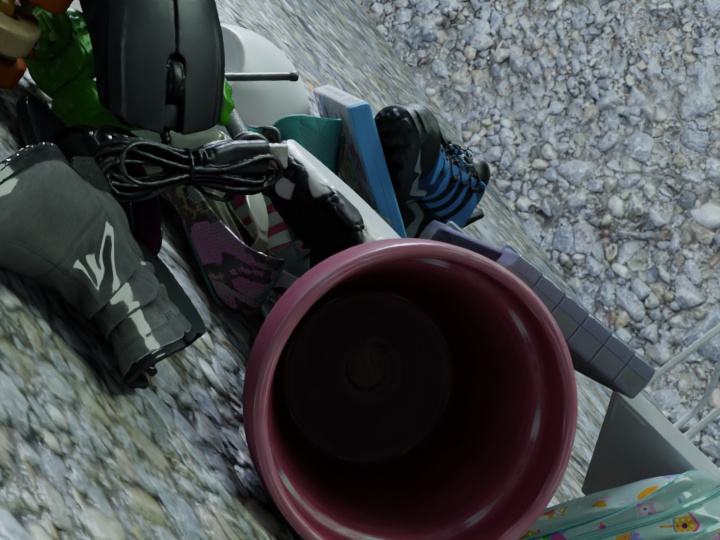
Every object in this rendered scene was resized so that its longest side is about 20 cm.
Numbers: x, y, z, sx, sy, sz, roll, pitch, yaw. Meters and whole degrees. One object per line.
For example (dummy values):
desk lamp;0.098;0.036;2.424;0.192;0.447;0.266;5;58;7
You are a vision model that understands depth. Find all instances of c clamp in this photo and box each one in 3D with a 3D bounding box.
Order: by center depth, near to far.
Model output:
c clamp;-0.116;-0.108;1.299;0.200;0.170;0.027;-110;-161;-62

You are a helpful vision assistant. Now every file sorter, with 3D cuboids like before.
file sorter;0.273;0.154;1.246;0.200;0.124;0.139;46;-26;25

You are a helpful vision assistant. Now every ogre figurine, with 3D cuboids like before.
ogre figurine;-0.179;-0.166;1.254;0.200;0.120;0.098;59;1;-7

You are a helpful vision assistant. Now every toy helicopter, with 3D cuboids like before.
toy helicopter;-0.286;-0.202;1.152;0.200;0.079;0.132;42;17;15

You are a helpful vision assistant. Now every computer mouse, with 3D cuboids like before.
computer mouse;-0.121;-0.144;1.166;0.138;0.053;0.200;-4;72;-36

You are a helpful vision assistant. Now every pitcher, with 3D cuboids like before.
pitcher;-0.078;-0.100;1.487;0.172;0.121;0.200;47;-3;34

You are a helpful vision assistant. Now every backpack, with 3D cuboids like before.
backpack;0.151;0.204;1.144;0.167;0.200;0.127;-13;83;-75

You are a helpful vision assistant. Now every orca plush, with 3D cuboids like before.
orca plush;0.000;0.000;1.277;0.200;0.071;0.105;40;9;-11

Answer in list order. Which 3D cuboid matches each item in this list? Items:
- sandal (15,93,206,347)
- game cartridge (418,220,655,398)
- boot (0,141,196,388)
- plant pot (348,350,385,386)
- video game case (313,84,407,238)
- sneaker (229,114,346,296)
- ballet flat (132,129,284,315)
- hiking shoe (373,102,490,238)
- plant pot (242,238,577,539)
sandal;-0.151;-0.041;1.168;0.201;0.048;0.075;54;11;17
game cartridge;0.117;0.023;1.246;0.130;0.038;0.200;35;-2;-16
boot;-0.149;0.003;0.988;0.132;0.070;0.200;57;15;4
plant pot;0.073;0.081;1.357;0.201;0.093;0.201;26;42;-26
video game case;0.002;-0.070;1.436;0.200;0.018;0.143;-135;-151;-77
sneaker;-0.037;-0.053;1.353;0.084;0.121;0.200;2;25;-44
ballet flat;-0.110;-0.057;1.334;0.069;0.071;0.200;24;27;-55
hiking shoe;0.056;-0.082;1.414;0.200;0.087;0.075;89;-18;-70
plant pot;0.019;0.077;1.146;0.200;0.200;0.179;49;-5;-10
